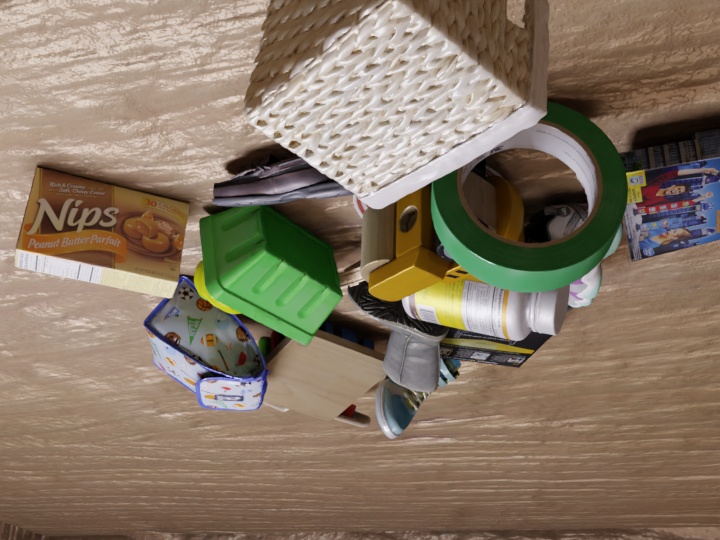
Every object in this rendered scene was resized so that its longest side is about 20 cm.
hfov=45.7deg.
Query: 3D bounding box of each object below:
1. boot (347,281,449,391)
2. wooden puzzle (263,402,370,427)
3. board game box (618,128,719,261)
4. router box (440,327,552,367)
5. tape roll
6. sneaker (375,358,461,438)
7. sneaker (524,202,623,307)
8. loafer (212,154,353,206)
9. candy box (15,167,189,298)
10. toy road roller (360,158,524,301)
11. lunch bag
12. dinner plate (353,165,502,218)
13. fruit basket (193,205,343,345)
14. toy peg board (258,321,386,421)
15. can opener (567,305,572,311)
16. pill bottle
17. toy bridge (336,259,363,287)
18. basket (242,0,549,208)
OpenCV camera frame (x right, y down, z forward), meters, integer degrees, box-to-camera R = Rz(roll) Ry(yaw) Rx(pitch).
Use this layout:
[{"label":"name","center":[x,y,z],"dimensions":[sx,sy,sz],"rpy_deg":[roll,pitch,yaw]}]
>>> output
[{"label":"boot","center":[0.054,0.099,1.318],"dimensions":[0.180,0.073,0.201],"rpy_deg":[32,157,12]},{"label":"wooden puzzle","center":[-0.100,0.249,1.646],"dimensions":[0.197,0.047,0.184],"rpy_deg":[17,175,-33]},{"label":"board game box","center":[0.398,-0.095,0.975],"dimensions":[0.195,0.063,0.200],"rpy_deg":[-8,150,19]},{"label":"router box","center":[0.190,0.094,1.363],"dimensions":[0.195,0.053,0.158],"rpy_deg":[8,152,-9]},{"label":"tape roll","center":[0.170,-0.079,0.874],"dimensions":[0.195,0.205,0.048],"rpy_deg":[1,153,3]},{"label":"sneaker","center":[0.103,0.192,1.441],"dimensions":[0.129,0.201,0.080],"rpy_deg":[-25,112,29]},{"label":"sneaker","center":[0.251,-0.025,1.119],"dimensions":[0.136,0.079,0.202],"rpy_deg":[4,143,2]},{"label":"loafer","center":[-0.087,-0.113,1.010],"dimensions":[0.195,0.065,0.072],"rpy_deg":[-3,-177,22]},{"label":"candy box","center":[-0.323,-0.046,1.080],"dimensions":[0.195,0.118,0.055],"rpy_deg":[12,151,-18]},{"label":"toy road roller","center":[0.105,-0.037,0.994],"dimensions":[0.144,0.126,0.198],"rpy_deg":[25,145,-36]},{"label":"lunch bag","center":[-0.232,0.136,1.336],"dimensions":[0.198,0.125,0.171],"rpy_deg":[33,155,6]},{"label":"dinner plate","center":[0.088,-0.092,1.053],"dimensions":[0.195,0.025,0.201],"rpy_deg":[3,151,1]},{"label":"fruit basket","center":[-0.152,0.014,1.166],"dimensions":[0.210,0.158,0.218],"rpy_deg":[-9,142,-7]},{"label":"toy peg board","center":[-0.078,0.148,1.475],"dimensions":[0.197,0.099,0.199],"rpy_deg":[22,132,-31]},{"label":"can opener","center":[0.245,0.055,1.188],"dimensions":[0.198,0.066,0.054],"rpy_deg":[-14,134,-46]},{"label":"pill bottle","center":[0.157,0.023,1.069],"dimensions":[0.196,0.111,0.110],"rpy_deg":[11,158,25]},{"label":"toy bridge","center":[0.000,0.000,1.193],"dimensions":[0.197,0.028,0.067],"rpy_deg":[-18,-172,34]},{"label":"basket","center":[0.028,-0.193,0.684],"dimensions":[0.159,0.202,0.198],"rpy_deg":[27,145,-31]}]
